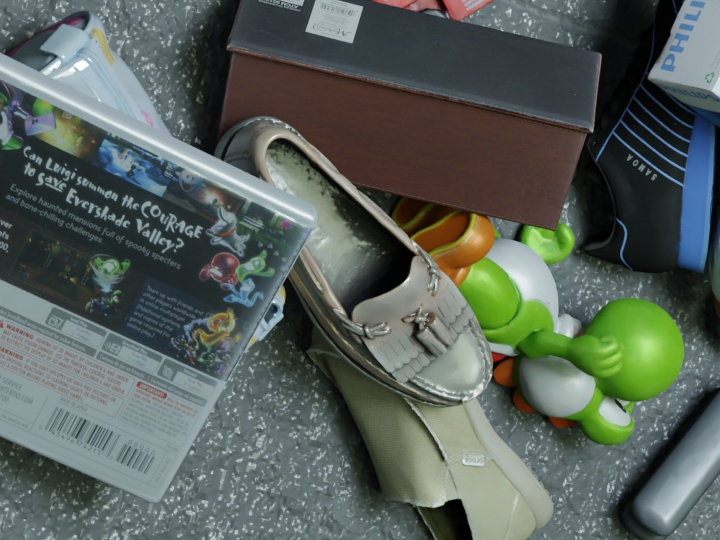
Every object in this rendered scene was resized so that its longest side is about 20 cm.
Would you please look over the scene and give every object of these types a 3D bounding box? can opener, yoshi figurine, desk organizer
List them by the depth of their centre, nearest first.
[{"bbox_3d":[0.025,-0.091,1.234,0.199,0.072,0.077,13,131,-1],"label":"desk organizer"},{"bbox_3d":[0.115,0.019,1.310,0.200,0.112,0.113,45,66,-28],"label":"yoshi figurine"},{"bbox_3d":[0.222,0.078,1.415,0.067,0.053,0.200,39,73,7],"label":"can opener"}]

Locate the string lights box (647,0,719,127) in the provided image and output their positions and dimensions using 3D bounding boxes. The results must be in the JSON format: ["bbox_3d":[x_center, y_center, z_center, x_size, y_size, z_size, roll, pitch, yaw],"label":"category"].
[{"bbox_3d":[0.266,-0.109,1.297,0.200,0.059,0.103,28,86,-36],"label":"string lights box"}]

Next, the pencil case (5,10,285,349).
[{"bbox_3d":[-0.120,-0.037,1.178,0.083,0.091,0.200,-42,112,-20],"label":"pencil case"}]

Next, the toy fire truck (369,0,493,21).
[{"bbox_3d":[0.070,-0.226,1.259,0.200,0.049,0.141,-30,98,5],"label":"toy fire truck"}]

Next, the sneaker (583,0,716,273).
[{"bbox_3d":[0.174,-0.095,1.336,0.078,0.070,0.201,4,104,10],"label":"sneaker"}]

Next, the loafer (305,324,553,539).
[{"bbox_3d":[0.035,0.100,1.286,0.200,0.076,0.068,47,66,-25],"label":"loafer"}]

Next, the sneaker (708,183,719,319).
[{"bbox_3d":[0.252,-0.051,1.405,0.073,0.085,0.200,18,56,9],"label":"sneaker"}]

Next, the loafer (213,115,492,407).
[{"bbox_3d":[0.000,0.000,1.197,0.072,0.063,0.200,-46,103,-11],"label":"loafer"}]

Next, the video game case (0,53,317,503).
[{"bbox_3d":[-0.150,0.004,1.136,0.200,0.023,0.182,26,108,-14],"label":"video game case"}]
